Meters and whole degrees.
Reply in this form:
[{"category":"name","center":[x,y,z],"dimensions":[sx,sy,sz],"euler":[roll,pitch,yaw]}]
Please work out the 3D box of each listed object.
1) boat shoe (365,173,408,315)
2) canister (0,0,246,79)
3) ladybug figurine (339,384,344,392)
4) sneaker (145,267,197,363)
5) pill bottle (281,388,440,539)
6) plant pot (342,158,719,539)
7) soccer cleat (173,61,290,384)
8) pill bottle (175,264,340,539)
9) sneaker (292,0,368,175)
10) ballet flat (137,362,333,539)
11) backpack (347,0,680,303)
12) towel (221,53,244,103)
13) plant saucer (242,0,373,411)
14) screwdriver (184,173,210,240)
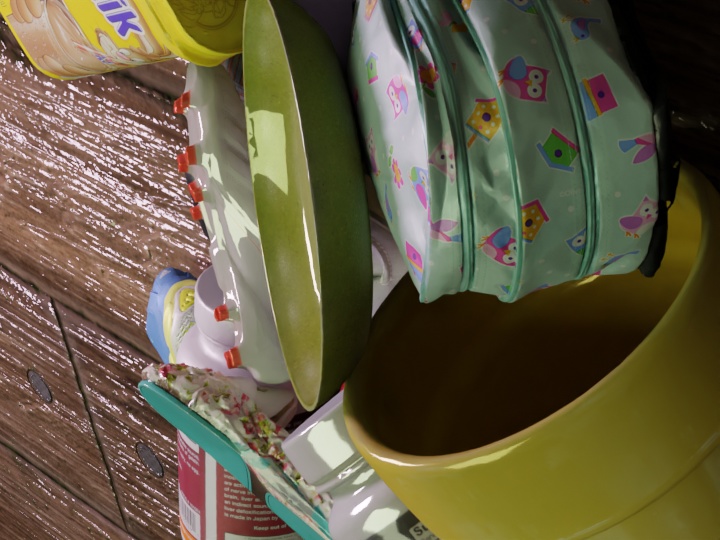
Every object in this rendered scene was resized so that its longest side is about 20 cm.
[{"category":"boat shoe","center":[0.000,0.000,1.004],"dimensions":[0.072,0.069,0.200],"euler":[33,169,9]},{"category":"canister","center":[-0.136,-0.182,1.014],"dimensions":[0.200,0.086,0.149],"euler":[0,122,56]},{"category":"ladybug figurine","center":[0.033,0.110,1.135],"dimensions":[0.136,0.072,0.200],"euler":[41,148,23]},{"category":"sneaker","center":[-0.101,0.078,1.318],"dimensions":[0.105,0.075,0.201],"euler":[48,156,51]},{"category":"pill bottle","center":[0.055,0.142,0.977],"dimensions":[0.200,0.113,0.113],"euler":[52,151,0]},{"category":"plant pot","center":[0.124,0.077,0.868],"dimensions":[0.200,0.201,0.189],"euler":[4,140,54]},{"category":"soccer cleat","center":[-0.061,-0.033,1.098],"dimensions":[0.069,0.077,0.201],"euler":[177,80,-79]},{"category":"pill bottle","center":[-0.065,0.096,1.207],"dimensions":[0.113,0.113,0.201],"euler":[29,130,37]},{"category":"sneaker","center":[0.015,-0.126,0.913],"dimensions":[0.106,0.075,0.200],"euler":[-11,115,55]},{"category":"ballet flat","center":[-0.044,0.111,1.104],"dimensions":[0.200,0.064,0.076],"euler":[39,159,13]},{"category":"backpack","center":[0.061,-0.073,0.792],"dimensions":[0.200,0.126,0.167],"euler":[-109,5,-47]},{"category":"towel","center":[-0.035,-0.086,1.084],"dimensions":[0.147,0.022,0.200],"euler":[43,149,18]},{"category":"plant saucer","center":[-0.024,-0.035,0.860],"dimensions":[0.200,0.031,0.201],"euler":[172,90,-79]},{"category":"screwdriver","center":[-0.074,0.009,1.242],"dimensions":[0.028,0.029,0.201],"euler":[15,137,48]}]
